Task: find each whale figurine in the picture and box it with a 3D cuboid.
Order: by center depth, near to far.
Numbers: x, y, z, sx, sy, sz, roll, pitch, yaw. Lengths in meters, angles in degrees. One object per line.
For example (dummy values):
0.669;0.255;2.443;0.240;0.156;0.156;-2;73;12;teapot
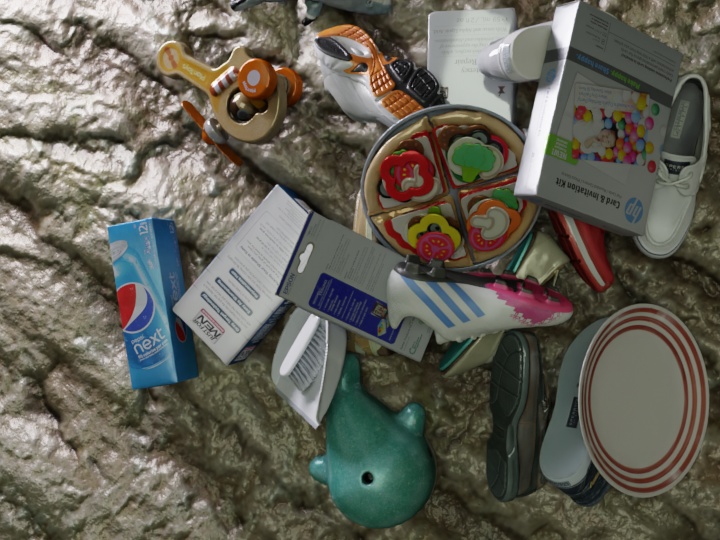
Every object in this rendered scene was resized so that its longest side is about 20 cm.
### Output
0.003;0.197;1.035;0.158;0.104;0.201;-29;81;12;whale figurine

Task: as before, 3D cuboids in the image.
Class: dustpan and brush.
-0.051;0.062;1.040;0.057;0.139;0.201;28;89;-30;dustpan and brush

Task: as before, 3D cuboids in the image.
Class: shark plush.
-0.065;-0.330;1.075;0.198;0.091;0.084;-11;118;8;shark plush

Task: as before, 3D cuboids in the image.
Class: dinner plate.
0.297;0.136;0.956;0.198;0.024;0.203;1;87;-31;dinner plate

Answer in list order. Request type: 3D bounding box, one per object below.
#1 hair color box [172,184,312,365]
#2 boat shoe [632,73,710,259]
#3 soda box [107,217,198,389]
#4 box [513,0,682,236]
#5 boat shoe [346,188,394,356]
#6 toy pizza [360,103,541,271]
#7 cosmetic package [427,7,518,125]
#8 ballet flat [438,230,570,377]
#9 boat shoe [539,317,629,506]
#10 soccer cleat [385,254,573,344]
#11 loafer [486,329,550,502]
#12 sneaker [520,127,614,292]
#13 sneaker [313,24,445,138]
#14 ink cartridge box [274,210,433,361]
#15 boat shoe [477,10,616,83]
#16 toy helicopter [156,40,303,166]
-0.121;0.006;1.086;0.100;0.060;0.200;43;98;10;hair color box
0.336;-0.114;0.980;0.073;0.065;0.202;7;91;12;boat shoe
-0.255;0.040;1.112;0.063;0.068;0.202;-10;88;12;soda box
0.248;-0.153;0.933;0.155;0.041;0.202;16;87;-29;box
0.000;0.000;1.058;0.075;0.072;0.203;-1;90;25;boat shoe
0.098;-0.080;0.970;0.198;0.032;0.202;2;121;3;toy pizza
0.127;-0.186;1.025;0.100;0.074;0.203;0;88;14;cosmetic package
0.167;0.051;1.022;0.069;0.069;0.201;35;97;11;ballet flat
0.258;0.156;1.000;0.070;0.091;0.202;9;64;40;boat shoe
0.123;0.042;0.967;0.198;0.070;0.087;12;108;4;soccer cleat
0.182;0.159;1.005;0.062;0.072;0.202;-3;108;-21;loafer
0.263;-0.085;0.993;0.115;0.078;0.202;-25;95;4;sneaker
0.025;-0.196;1.028;0.075;0.092;0.200;-31;57;-20;sneaker
0.001;0.018;0.988;0.199;0.039;0.100;28;84;-28;ink cartridge box
0.209;-0.234;0.974;0.068;0.199;0.073;9;116;52;boat shoe
-0.176;-0.217;1.105;0.199;0.079;0.133;32;106;22;toy helicopter
